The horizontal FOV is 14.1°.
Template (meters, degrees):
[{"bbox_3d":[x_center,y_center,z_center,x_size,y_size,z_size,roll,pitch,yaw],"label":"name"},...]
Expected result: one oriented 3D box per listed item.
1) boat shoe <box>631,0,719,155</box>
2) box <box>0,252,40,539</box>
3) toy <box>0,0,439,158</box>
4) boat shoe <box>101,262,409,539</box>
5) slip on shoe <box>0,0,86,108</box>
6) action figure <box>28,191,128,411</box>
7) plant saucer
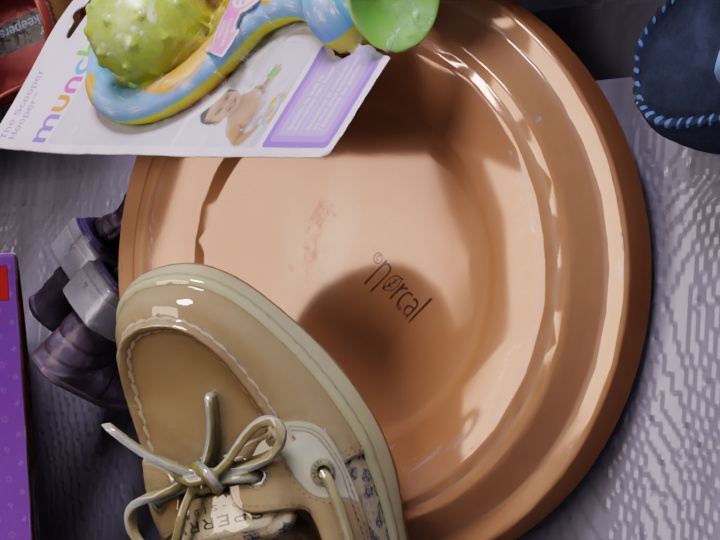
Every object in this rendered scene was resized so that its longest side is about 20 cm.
[{"bbox_3d":[0.141,-0.092,0.808,0.200,0.068,0.084,-32,60,44],"label":"boat shoe"},{"bbox_3d":[-0.140,0.107,1.096,0.137,0.039,0.201,111,154,-74],"label":"box"},{"bbox_3d":[-0.053,-0.095,0.950,0.200,0.047,0.115,8,61,49],"label":"toy"},{"bbox_3d":[-0.023,0.092,0.911,0.073,0.063,0.200,-21,104,37],"label":"boat shoe"},{"bbox_3d":[-0.183,-0.077,1.162,0.199,0.061,0.074,-20,89,27],"label":"slip on shoe"},{"bbox_3d":[-0.054,-0.048,1.048,0.200,0.069,0.130,-57,38,23],"label":"action figure"},{"bbox_3d":[0.000,0.000,0.948,0.200,0.032,0.201,1,91,32],"label":"plant saucer"}]
